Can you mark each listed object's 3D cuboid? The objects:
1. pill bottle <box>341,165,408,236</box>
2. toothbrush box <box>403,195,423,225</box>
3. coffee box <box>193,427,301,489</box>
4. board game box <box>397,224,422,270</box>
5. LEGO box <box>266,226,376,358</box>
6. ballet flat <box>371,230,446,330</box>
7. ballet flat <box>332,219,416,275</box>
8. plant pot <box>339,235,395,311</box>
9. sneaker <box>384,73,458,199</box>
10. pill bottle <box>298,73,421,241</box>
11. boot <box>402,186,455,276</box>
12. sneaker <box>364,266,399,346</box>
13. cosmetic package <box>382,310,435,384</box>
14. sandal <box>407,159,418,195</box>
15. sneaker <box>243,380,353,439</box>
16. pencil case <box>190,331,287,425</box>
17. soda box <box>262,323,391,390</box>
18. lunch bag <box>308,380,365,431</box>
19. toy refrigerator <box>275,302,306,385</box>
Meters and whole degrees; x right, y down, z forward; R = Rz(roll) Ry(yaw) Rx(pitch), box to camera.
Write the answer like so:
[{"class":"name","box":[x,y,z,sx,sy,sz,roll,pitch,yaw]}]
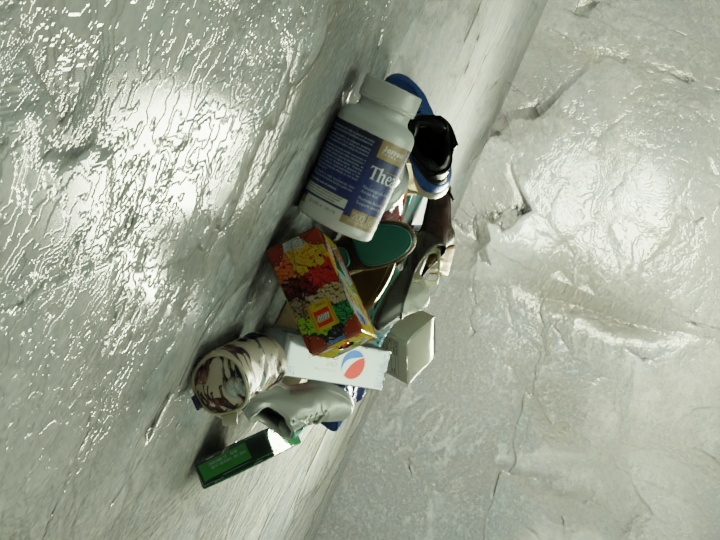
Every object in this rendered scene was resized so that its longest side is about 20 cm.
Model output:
[{"class":"pill bottle","box":[0.016,-0.120,1.675,0.111,0.108,0.201,-61,171,-21]},{"class":"toothbrush box","box":[0.069,-0.152,1.998,0.147,0.084,0.202,-56,167,-49]},{"class":"coffee box","box":[-0.166,0.272,1.708,0.122,0.045,0.200,-26,174,7]},{"class":"board game box","box":[0.030,-0.024,2.033,0.200,0.118,0.033,-54,143,-50]},{"class":"LEGO box","box":[-0.049,0.035,1.550,0.076,0.151,0.200,-25,173,3]},{"class":"ballet flat","box":[0.082,0.016,1.749,0.068,0.067,0.201,90,22,-52]},{"class":"ballet flat","box":[-0.001,-0.030,1.677,0.065,0.197,0.072,-25,98,-66]},{"class":"plant pot","box":[0.000,0.000,1.823,0.200,0.027,0.202,-40,-144,37]},{"class":"sneaker","box":[0.084,-0.213,1.637,0.111,0.076,0.203,99,-24,-70]},{"class":"pill bottle","box":[0.004,-0.150,1.508,0.202,0.110,0.111,-66,172,8]},{"class":"boot","box":[0.121,-0.084,2.018,0.200,0.071,0.169,24,66,-70]},{"class":"sneaker","box":[0.019,0.084,1.834,0.082,0.073,0.203,-124,-136,-65]},{"class":"cosmetic package","box":[0.029,0.100,1.987,0.087,0.198,0.105,-37,141,-37]},{"class":"sandal","box":[0.078,-0.149,1.816,0.078,0.070,0.211,-45,146,10]},{"class":"sneaker","box":[-0.092,0.208,1.657,0.076,0.198,0.089,-54,-142,32]},{"class":"pencil case","box":[-0.152,0.133,1.461,0.200,0.076,0.091,-25,115,-78]},{"class":"soda box","box":[-0.054,0.129,1.690,0.198,0.068,0.065,14,92,-37]},{"class":"lunch bag","box":[-0.063,0.187,1.977,0.133,0.135,0.201,-48,163,-26]},{"class":"toy refrigerator","box":[-0.103,0.122,1.758,0.070,0.075,0.202,69,46,-79]}]
